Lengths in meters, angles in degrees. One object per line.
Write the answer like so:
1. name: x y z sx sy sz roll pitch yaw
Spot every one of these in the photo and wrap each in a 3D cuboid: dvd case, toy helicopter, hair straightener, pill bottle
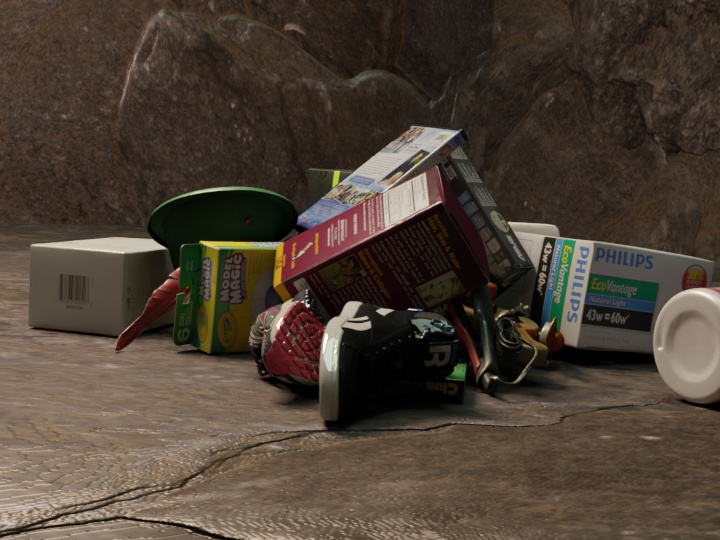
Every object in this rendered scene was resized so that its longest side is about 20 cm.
1. dvd case: 0.019 -0.103 1.375 0.200 0.018 0.143 -40 20 -11
2. toy helicopter: 0.168 0.072 1.272 0.132 0.079 0.200 16 8 -8
3. hair straightener: 0.132 0.053 1.179 0.077 0.041 0.200 -35 24 13
4. pill bottle: 0.399 0.072 1.179 0.199 0.113 0.112 -1 6 -32

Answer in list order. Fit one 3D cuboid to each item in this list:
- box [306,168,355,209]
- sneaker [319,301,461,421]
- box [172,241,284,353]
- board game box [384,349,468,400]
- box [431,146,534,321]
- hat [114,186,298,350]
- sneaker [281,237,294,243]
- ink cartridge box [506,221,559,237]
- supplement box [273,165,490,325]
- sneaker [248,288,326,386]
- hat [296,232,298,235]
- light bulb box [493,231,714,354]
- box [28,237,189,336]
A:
1. box: 0.005 -0.037 1.639 0.124 0.201 0.148 1 5 -27
2. sneaker: 0.030 0.072 1.016 0.111 0.073 0.200 3 17 7
3. box: -0.109 0.027 1.299 0.199 0.118 0.048 -1 11 -37
4. board game box: 0.054 0.097 1.169 0.104 0.024 0.200 6 5 7
5. box: 0.098 -0.040 1.448 0.161 0.200 0.049 -40 -22 30
6. hat: -0.160 0.021 1.333 0.199 0.177 0.166 -9 -25 2
7. sneaker: 0.000 0.000 1.408 0.199 0.081 0.083 24 25 11
8. ink cartridge box: 0.152 0.007 1.564 0.199 0.147 0.084 3 3 -16
9. supplement box: 0.021 -0.007 1.241 0.199 0.111 0.086 -26 30 14
10. sneaker: -0.070 0.074 1.120 0.074 0.081 0.200 -25 4 3
11. hat: -0.034 0.024 1.886 0.165 0.177 0.200 -10 -36 21
12. light bulb box: 0.282 0.028 1.444 0.197 0.125 0.200 8 3 -30
13. box: -0.292 0.015 1.430 0.124 0.098 0.200 5 6 17
